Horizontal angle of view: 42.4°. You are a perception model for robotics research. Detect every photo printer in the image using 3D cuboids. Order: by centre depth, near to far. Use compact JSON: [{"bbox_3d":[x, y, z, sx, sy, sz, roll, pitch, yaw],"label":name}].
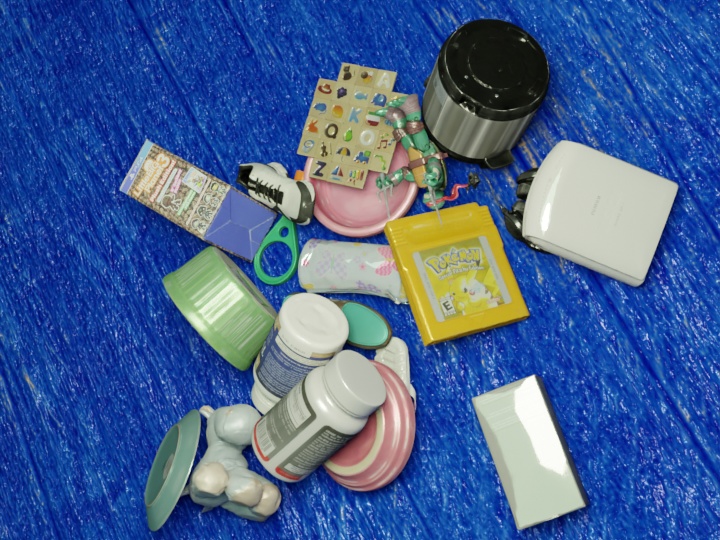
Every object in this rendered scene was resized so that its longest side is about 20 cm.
[{"bbox_3d":[0.344,-0.089,1.360,0.199,0.069,0.167,23,86,-1],"label":"photo printer"}]

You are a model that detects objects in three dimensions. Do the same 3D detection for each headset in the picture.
[{"bbox_3d":[0.257,-0.104,1.414,0.199,0.094,0.124,22,86,10],"label":"headset"}]

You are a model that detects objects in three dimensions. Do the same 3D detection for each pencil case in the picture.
[{"bbox_3d":[0.000,0.000,1.489,0.198,0.083,0.092,6,94,20],"label":"pencil case"}]

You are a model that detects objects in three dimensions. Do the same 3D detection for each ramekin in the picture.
[{"bbox_3d":[-0.216,0.055,1.496,0.098,0.200,0.200,-41,69,-1],"label":"ramekin"}]

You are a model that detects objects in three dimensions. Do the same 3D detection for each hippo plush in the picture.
[{"bbox_3d":[-0.196,0.302,1.486,0.158,0.200,0.162,24,62,-19],"label":"hippo plush"}]

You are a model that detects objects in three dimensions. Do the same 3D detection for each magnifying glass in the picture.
[{"bbox_3d":[-0.126,-0.072,1.583,0.079,0.022,0.202,14,86,22],"label":"magnifying glass"}]

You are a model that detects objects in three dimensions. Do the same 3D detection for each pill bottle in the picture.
[{"bbox_3d":[-0.060,0.213,1.366,0.200,0.114,0.114,-44,68,27],"label":"pill bottle"},{"bbox_3d":[-0.102,0.139,1.442,0.111,0.111,0.201,47,132,21],"label":"pill bottle"}]

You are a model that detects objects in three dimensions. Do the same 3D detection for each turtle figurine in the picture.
[{"bbox_3d":[0.084,-0.161,1.419,0.149,0.100,0.201,-17,91,53],"label":"turtle figurine"}]

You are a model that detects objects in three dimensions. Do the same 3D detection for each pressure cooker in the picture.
[{"bbox_3d":[0.182,-0.265,1.425,0.178,0.200,0.177,22,66,1],"label":"pressure cooker"}]

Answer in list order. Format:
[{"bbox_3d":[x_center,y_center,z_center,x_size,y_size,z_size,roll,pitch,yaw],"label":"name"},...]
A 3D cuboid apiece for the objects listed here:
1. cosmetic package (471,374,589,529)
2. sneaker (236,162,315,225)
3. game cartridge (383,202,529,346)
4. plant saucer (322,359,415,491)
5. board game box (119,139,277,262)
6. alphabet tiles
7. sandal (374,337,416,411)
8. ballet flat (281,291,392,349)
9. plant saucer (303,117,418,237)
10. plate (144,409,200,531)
[{"bbox_3d":[0.247,0.263,1.350,0.106,0.090,0.201,-21,76,14],"label":"cosmetic package"},{"bbox_3d":[-0.140,-0.127,1.523,0.200,0.080,0.074,34,115,52],"label":"sneaker"},{"bbox_3d":[0.146,0.000,1.418,0.175,0.032,0.201,-13,74,-19],"label":"game cartridge"},{"bbox_3d":[-0.008,0.236,1.425,0.200,0.051,0.202,-8,77,40],"label":"plant saucer"},{"bbox_3d":[-0.269,-0.115,1.556,0.199,0.159,0.097,29,90,28],"label":"board game box"},{"bbox_3d":[-0.013,-0.237,1.513,0.165,0.006,0.201,14,84,22],"label":"alphabet tiles"},{"bbox_3d":[0.057,0.207,1.441,0.082,0.050,0.204,0,81,43],"label":"sandal"},{"bbox_3d":[-0.032,0.078,1.491,0.199,0.068,0.068,18,84,22],"label":"ballet flat"},{"bbox_3d":[0.006,-0.151,1.527,0.199,0.051,0.202,-4,77,18],"label":"plant saucer"},{"bbox_3d":[-0.308,0.315,1.489,0.025,0.200,0.201,24,87,-19],"label":"plate"}]
